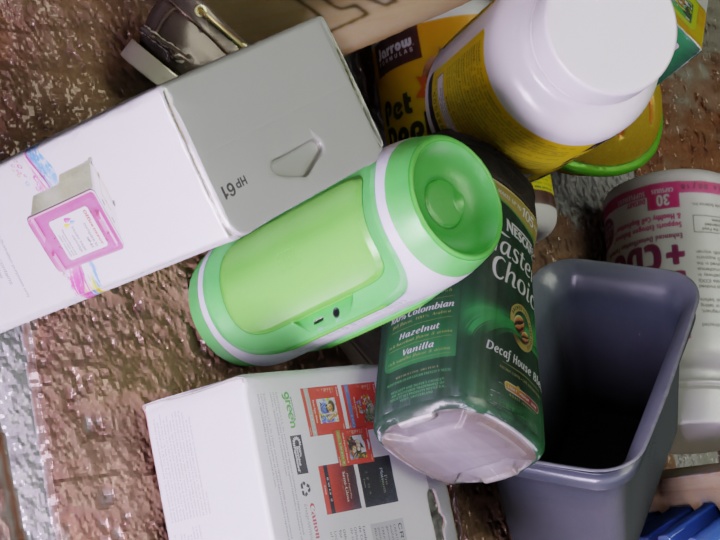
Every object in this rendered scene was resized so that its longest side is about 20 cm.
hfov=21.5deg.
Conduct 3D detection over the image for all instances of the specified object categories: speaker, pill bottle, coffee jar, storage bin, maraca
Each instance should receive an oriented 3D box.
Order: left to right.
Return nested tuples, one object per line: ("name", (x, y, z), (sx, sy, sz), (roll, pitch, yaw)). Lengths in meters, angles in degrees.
("speaker", (-0.012, -0.008, 1.093), (0.088, 0.199, 0.089), (20, 59, -37))
("pill bottle", (0.068, -0.114, 1.312), (0.109, 0.109, 0.202), (5, 72, -50))
("coffee jar", (0.060, 0.019, 1.147), (0.104, 0.085, 0.202), (35, 45, -44))
("maraca", (0.139, -0.140, 1.420), (0.198, 0.107, 0.138), (17, 56, -17))
("pill bottle", (0.116, -0.123, 1.159), (0.110, 0.200, 0.113), (2, 81, -13))
("storage bin", (0.152, 0.109, 1.323), (0.201, 0.144, 0.135), (-60, 149, -44))
("pill bottle", (0.250, 0.033, 1.472), (0.113, 0.113, 0.202), (20, 61, -45))

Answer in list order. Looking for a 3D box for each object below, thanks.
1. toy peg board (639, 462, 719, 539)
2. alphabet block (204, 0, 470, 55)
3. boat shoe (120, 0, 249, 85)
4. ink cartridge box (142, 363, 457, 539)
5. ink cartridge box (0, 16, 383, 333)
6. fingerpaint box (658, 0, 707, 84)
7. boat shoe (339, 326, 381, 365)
("toy peg board", (0.250, 0.249, 1.345), (0.097, 0.200, 0.200), (-30, 91, -21))
("alphabet block", (-0.027, -0.268, 1.183), (0.196, 0.199, 0.197), (29, 55, -41))
("boat shoe", (-0.057, -0.108, 1.178), (0.199, 0.072, 0.060), (30, 96, -37))
("ink cartridge box", (-0.023, 0.162, 1.112), (0.175, 0.083, 0.202), (-1, 77, -53))
("ink cartridge box", (-0.109, -0.049, 0.996), (0.144, 0.199, 0.085), (-34, 102, -51))
("fingerpaint box", (0.159, -0.242, 1.364), (0.200, 0.073, 0.167), (42, 33, -15))
("boat shoe", (0.000, 0.001, 1.213), (0.201, 0.071, 0.070), (50, 43, -25))
